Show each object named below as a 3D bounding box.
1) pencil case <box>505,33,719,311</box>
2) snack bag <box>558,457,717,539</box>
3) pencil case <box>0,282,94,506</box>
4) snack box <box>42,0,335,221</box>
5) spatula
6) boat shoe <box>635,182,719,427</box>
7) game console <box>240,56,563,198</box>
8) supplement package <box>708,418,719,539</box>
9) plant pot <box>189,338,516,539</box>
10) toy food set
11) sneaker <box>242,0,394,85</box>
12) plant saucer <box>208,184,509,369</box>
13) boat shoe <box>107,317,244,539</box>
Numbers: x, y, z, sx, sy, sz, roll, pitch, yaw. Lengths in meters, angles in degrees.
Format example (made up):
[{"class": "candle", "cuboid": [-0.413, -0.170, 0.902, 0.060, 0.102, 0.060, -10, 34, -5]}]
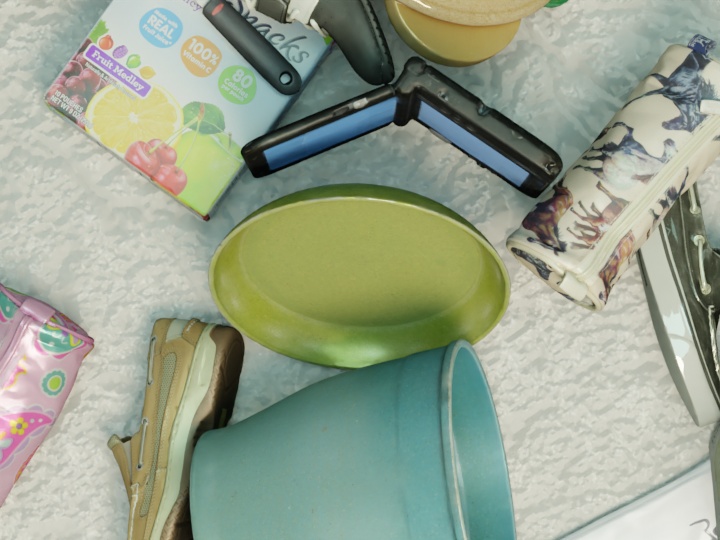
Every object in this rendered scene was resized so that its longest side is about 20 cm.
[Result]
[{"class": "pencil case", "cuboid": [0.182, -0.061, 1.623, 0.078, 0.089, 0.200, 44, 78, -13]}, {"class": "snack bag", "cuboid": [0.219, 0.250, 1.697, 0.189, 0.021, 0.200, -27, 87, -1]}, {"class": "pencil case", "cuboid": [-0.263, 0.110, 1.673, 0.087, 0.087, 0.200, 32, 87, 2]}, {"class": "snack box", "cuboid": [-0.106, -0.156, 1.700, 0.142, 0.053, 0.200, 36, 87, 1]}, {"class": "spatula", "cuboid": [-0.114, -0.192, 1.665, 0.200, 0.021, 0.057, 45, 83, 2]}, {"class": "boat shoe", "cuboid": [0.228, 0.006, 1.684, 0.064, 0.071, 0.200, -14, 86, 0]}, {"class": "game console", "cuboid": [0.028, -0.068, 1.623, 0.176, 0.200, 0.116, 34, 89, 1]}, {"class": "supplement package", "cuboid": [0.324, 0.115, 1.593, 0.151, 0.200, 0.152, 20, 109, -1]}, {"class": "plant pot", "cuboid": [-0.007, 0.158, 1.626, 0.188, 0.200, 0.200, -9, 87, 13]}, {"class": "toy food set", "cuboid": [0.061, -0.246, 1.670, 0.200, 0.049, 0.198, 46, 56, 3]}, {"class": "sneaker", "cuboid": [-0.052, -0.195, 1.645, 0.088, 0.074, 0.200, -33, 78, -2]}, {"class": "plant saucer", "cuboid": [0.000, 0.000, 1.633, 0.200, 0.200, 0.031, 4, 55, 0]}, {"class": "boat shoe", "cuboid": [-0.138, 0.130, 1.687, 0.076, 0.072, 0.200, 11, 80, 15]}]
